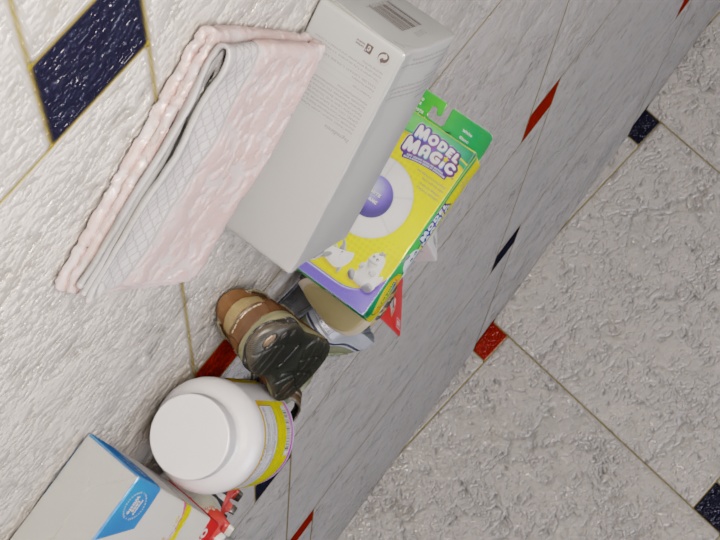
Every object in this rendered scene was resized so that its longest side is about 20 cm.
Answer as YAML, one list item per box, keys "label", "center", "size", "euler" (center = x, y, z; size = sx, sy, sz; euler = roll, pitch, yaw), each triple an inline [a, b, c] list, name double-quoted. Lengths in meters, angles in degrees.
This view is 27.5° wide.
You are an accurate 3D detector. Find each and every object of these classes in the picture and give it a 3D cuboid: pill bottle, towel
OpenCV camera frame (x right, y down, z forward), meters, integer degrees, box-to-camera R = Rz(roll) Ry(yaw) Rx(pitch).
- label: "pill bottle"
  center: [-0.129, 0.150, 1.351]
  size: [0.105, 0.104, 0.200]
  euler: [-55, 169, 1]
- label: "towel"
  center: [-0.106, -0.071, 0.984]
  size: [0.201, 0.032, 0.191]
  euler: [-57, 169, 15]

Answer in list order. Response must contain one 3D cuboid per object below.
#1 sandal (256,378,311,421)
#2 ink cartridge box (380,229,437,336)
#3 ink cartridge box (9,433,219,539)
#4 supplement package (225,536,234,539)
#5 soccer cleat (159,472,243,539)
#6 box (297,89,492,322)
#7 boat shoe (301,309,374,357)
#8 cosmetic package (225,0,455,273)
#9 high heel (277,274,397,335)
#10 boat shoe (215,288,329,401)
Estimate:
- label: "sandal"
  center: [-0.100, 0.151, 1.602]
  size: [0.080, 0.057, 0.201]
  euler: [-59, 169, 21]
- label: "ink cartridge box"
  center: [0.052, -0.029, 1.537]
  size: [0.200, 0.044, 0.179]
  euler: [48, 43, -79]
- label: "ink cartridge box"
  center: [-0.196, 0.229, 1.242]
  size: [0.117, 0.067, 0.200]
  euler: [-54, 151, -7]
- label: "supplement package"
  center: [-0.172, 0.350, 1.500]
  size: [0.157, 0.199, 0.111]
  euler: [-54, 169, 1]
- label: "soccer cleat"
  center: [-0.165, 0.231, 1.409]
  size: [0.069, 0.085, 0.200]
  euler: [-56, -176, 10]
- label: "box"
  center: [0.019, -0.070, 1.301]
  size: [0.201, 0.117, 0.048]
  euler: [-55, 167, -5]
- label: "boat shoe"
  center: [-0.036, 0.064, 1.641]
  size: [0.062, 0.073, 0.200]
  euler: [-31, 169, 9]
- label: "cosmetic package"
  center: [-0.020, -0.109, 1.121]
  size: [0.201, 0.081, 0.113]
  euler: [-59, 168, 25]
- label: "high heel"
  center: [0.000, 0.000, 1.416]
  size: [0.142, 0.072, 0.199]
  euler: [-42, -164, -35]
- label: "boat shoe"
  center: [-0.082, 0.061, 1.354]
  size: [0.076, 0.074, 0.200]
  euler: [-44, 162, -7]
